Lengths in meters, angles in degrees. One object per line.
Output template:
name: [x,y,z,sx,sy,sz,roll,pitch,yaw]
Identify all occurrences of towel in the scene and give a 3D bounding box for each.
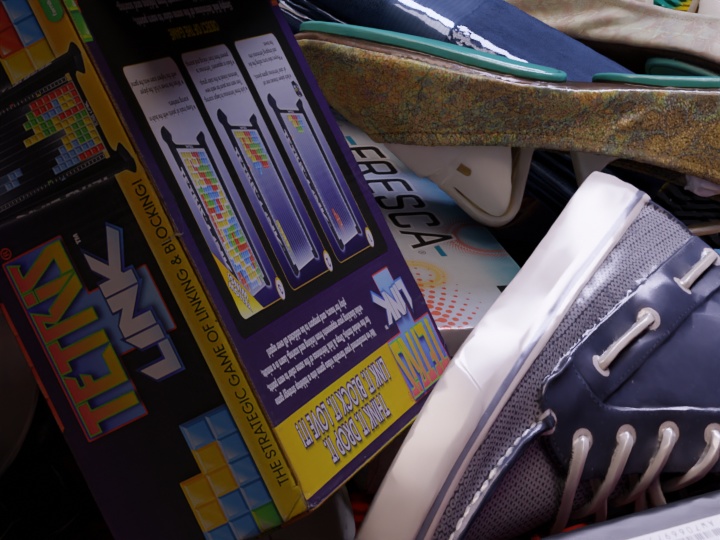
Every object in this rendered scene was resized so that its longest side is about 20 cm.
towel: [0.031,-0.080,1.078,0.199,0.049,0.112,29,17,6]

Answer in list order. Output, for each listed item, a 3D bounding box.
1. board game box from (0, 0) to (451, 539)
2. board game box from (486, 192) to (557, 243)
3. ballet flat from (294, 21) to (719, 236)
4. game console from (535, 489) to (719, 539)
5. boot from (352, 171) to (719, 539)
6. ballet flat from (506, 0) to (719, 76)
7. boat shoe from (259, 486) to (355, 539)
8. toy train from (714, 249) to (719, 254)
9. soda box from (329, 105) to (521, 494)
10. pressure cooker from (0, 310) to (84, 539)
board game box: [-0.048,-0.015,0.813,0.057,0.166,0.200,-25,1,15]
board game box: [-0.011,-0.066,1.174,0.199,0.035,0.136,8,27,1]
ballet flat: [0.070,-0.043,0.983,0.199,0.071,0.071,6,27,-5]
game console: [0.122,0.132,0.778,0.199,0.031,0.177,-11,46,-32]
boot: [0.070,0.050,0.858,0.090,0.073,0.200,31,47,7]
ballet flat: [0.129,-0.107,1.241,0.199,0.063,0.067,17,-9,19]
boat shoe: [-0.053,0.051,0.931,0.063,0.073,0.200,-36,34,11]
toy train: [0.149,0.051,0.952,0.115,0.085,0.200,1,30,24]
soda box: [0.000,0.000,1.015,0.068,0.064,0.200,-3,29,-21]
pressure cooker: [-0.160,-0.008,0.864,0.175,0.179,0.200,8,25,-1]
